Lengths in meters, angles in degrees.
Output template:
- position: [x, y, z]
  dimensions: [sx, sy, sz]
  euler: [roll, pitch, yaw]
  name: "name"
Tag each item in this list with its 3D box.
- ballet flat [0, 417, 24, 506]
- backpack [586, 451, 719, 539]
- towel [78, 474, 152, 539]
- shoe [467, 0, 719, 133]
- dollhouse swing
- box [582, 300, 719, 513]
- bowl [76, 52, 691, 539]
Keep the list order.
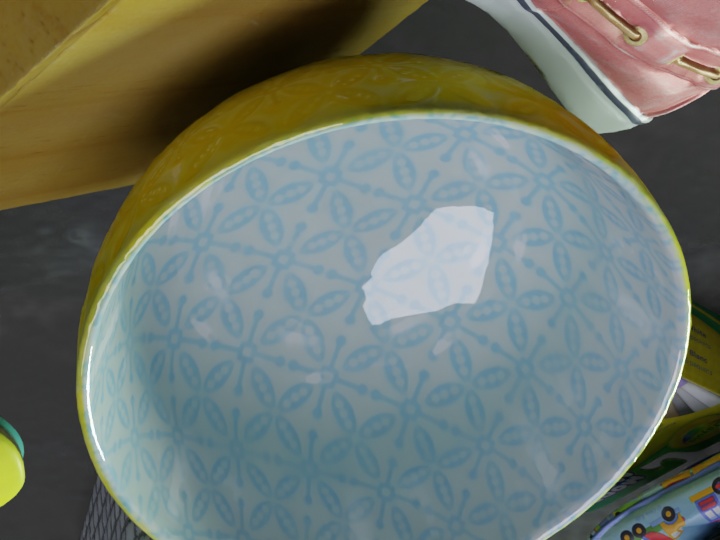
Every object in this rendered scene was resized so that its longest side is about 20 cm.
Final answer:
- position: [-0.217, 0.084, 0.895]
  dimensions: [0.199, 0.067, 0.067]
  euler: [1, 134, 22]
  name: "ballet flat"
- position: [0.206, 0.122, 1.021]
  dimensions: [0.182, 0.135, 0.200]
  euler: [-32, 171, 30]
  name: "backpack"
- position: [-0.070, 0.161, 1.064]
  dimensions: [0.085, 0.167, 0.200]
  euler: [3, 147, -14]
  name: "towel"
- position: [0.074, -0.112, 0.737]
  dimensions: [0.090, 0.072, 0.200]
  euler: [-18, 148, 24]
  name: "shoe"
- position: [-0.099, -0.112, 0.769]
  dimensions: [0.200, 0.176, 0.182]
  euler: [-35, 91, 42]
  name: "dollhouse swing"
- position: [0.060, 0.035, 0.976]
  dimensions: [0.199, 0.049, 0.117]
  euler: [28, 137, -31]
  name: "box"
- position: [0.000, 0.000, 0.816]
  dimensions: [0.199, 0.108, 0.201]
  euler: [-7, 129, -8]
  name: "bowl"
